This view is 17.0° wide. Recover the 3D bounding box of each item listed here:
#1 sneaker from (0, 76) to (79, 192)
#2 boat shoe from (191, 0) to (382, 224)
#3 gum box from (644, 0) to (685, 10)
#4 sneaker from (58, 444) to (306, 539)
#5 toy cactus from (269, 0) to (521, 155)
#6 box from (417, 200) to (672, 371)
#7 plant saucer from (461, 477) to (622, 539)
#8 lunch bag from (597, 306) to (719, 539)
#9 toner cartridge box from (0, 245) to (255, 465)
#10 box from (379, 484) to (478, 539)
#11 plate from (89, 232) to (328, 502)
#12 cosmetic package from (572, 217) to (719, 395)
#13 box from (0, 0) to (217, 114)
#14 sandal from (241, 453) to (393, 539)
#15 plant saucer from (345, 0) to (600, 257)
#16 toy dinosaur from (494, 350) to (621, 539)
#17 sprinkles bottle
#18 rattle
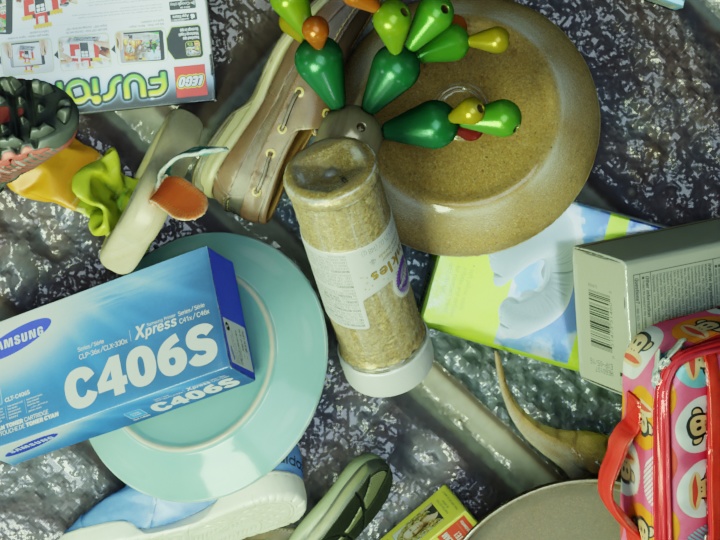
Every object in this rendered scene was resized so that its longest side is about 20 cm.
[{"bbox_3d":[-0.278,-0.077,1.703,0.200,0.098,0.071,-17,55,18],"label":"sneaker"},{"bbox_3d":[-0.040,-0.123,1.738,0.068,0.072,0.200,36,96,13],"label":"boat shoe"},{"bbox_3d":[0.186,-0.313,1.765,0.169,0.045,0.201,19,91,-5],"label":"gum box"},{"bbox_3d":[-0.134,0.148,1.760,0.199,0.077,0.112,-21,57,23],"label":"sneaker"},{"bbox_3d":[0.008,-0.128,1.681,0.200,0.102,0.165,26,107,-22],"label":"toy cactus"},{"bbox_3d":[0.151,0.008,1.784,0.199,0.048,0.122,15,93,-5],"label":"box"},{"bbox_3d":[0.148,0.228,1.756,0.200,0.032,0.201,-6,120,-10],"label":"plant saucer"},{"bbox_3d":[0.246,0.127,1.682,0.176,0.082,0.201,-12,111,-23],"label":"lunch bag"},{"bbox_3d":[-0.179,0.062,1.709,0.200,0.043,0.095,-20,65,17],"label":"toner cartridge box"},{"bbox_3d":[0.013,0.253,1.777,0.200,0.050,0.075,-39,116,-2],"label":"box"},{"bbox_3d":[-0.119,0.066,1.720,0.200,0.026,0.201,-7,72,21],"label":"plate"},{"bbox_3d":[0.257,0.019,1.742,0.199,0.073,0.104,-10,105,-26],"label":"cosmetic package"},{"bbox_3d":[-0.208,-0.167,1.745,0.199,0.035,0.110,-5,94,-5],"label":"box"},{"bbox_3d":[-0.057,0.208,1.774,0.057,0.080,0.201,41,88,21],"label":"sandal"},{"bbox_3d":[0.073,-0.111,1.741,0.199,0.035,0.201,-1,77,6],"label":"plant saucer"},{"bbox_3d":[0.165,0.142,1.797,0.199,0.060,0.107,19,79,-16],"label":"toy dinosaur"},{"bbox_3d":[0.000,0.000,1.686,0.068,0.068,0.200,-21,133,-3],"label":"sprinkles bottle"},{"bbox_3d":[-0.176,-0.077,1.671,0.143,0.200,0.130,43,89,-6],"label":"rattle"}]
